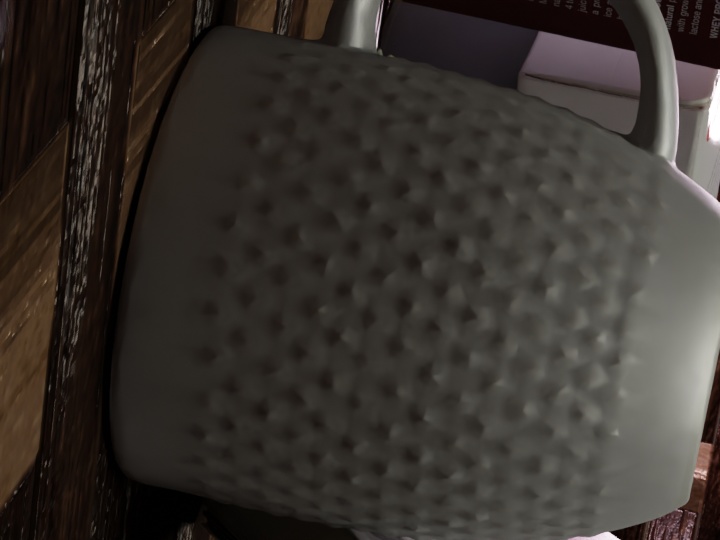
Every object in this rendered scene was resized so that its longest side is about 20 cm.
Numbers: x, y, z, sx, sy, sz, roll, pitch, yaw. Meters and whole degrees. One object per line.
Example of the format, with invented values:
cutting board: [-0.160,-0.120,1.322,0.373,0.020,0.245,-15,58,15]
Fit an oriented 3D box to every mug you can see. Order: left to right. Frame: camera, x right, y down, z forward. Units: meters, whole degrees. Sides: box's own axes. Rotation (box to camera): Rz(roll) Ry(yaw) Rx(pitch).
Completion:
mug: [0.031,-0.013,0.862,0.148,0.174,0.201,17,85,-82]

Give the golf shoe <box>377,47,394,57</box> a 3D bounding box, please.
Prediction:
golf shoe: [0.000,0.000,1.122,0.097,0.078,0.200,-55,157,-25]

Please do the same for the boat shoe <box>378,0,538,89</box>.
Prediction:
boat shoe: [0.037,-0.071,1.238,0.070,0.070,0.201,-88,-172,-70]

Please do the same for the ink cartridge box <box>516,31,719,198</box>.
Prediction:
ink cartridge box: [0.114,-0.029,1.227,0.145,0.084,0.201,-63,163,-55]

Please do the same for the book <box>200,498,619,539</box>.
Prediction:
book: [0.037,0.099,0.944,0.200,0.133,0.048,-149,-110,-68]

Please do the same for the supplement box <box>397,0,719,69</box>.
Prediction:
supplement box: [0.109,-0.199,1.052,0.198,0.199,0.133,92,13,-52]
